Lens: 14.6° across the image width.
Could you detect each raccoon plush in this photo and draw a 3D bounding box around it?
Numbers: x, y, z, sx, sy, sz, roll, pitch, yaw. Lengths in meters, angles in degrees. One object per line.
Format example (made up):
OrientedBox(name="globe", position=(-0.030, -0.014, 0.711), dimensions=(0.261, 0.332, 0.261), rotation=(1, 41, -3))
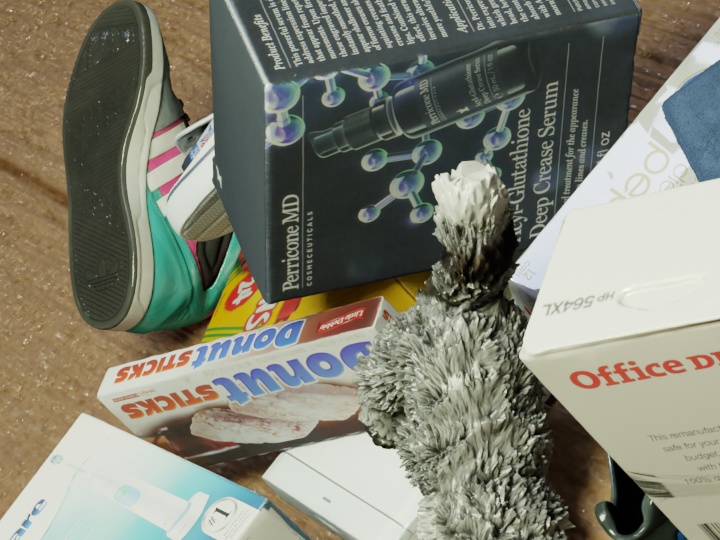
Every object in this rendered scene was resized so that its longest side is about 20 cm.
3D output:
OrientedBox(name="raccoon plush", position=(0.052, 0.068, 1.329), dimensions=(0.096, 0.201, 0.134), rotation=(-17, 44, -4))

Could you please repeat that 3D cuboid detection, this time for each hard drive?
OrientedBox(name="hard drive", position=(0.047, 0.058, 1.486), dimensions=(0.200, 0.027, 0.132), rotation=(-50, 33, -10))

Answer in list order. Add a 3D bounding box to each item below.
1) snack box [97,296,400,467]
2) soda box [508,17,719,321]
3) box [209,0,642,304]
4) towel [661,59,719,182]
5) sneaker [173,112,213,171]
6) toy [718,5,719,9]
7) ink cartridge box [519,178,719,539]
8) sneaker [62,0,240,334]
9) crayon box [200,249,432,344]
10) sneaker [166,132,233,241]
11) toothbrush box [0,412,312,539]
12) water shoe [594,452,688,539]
OrientedBox(name="snack box", position=(-0.046, 0.063, 1.490), dimensions=(0.199, 0.072, 0.024), rotation=(-15, 40, 38))
OrientedBox(name="soda box", position=(0.163, -0.042, 1.416), dimensions=(0.068, 0.064, 0.200), rotation=(36, 79, 23))
OrientedBox(name="box", position=(0.030, -0.089, 1.434), dimensions=(0.198, 0.149, 0.107), rotation=(-12, 45, -13))
OrientedBox(name="towel", position=(0.241, -0.097, 1.303), dimensions=(0.199, 0.049, 0.112), rotation=(-34, 32, 14))
OrientedBox(name="sneaker", position=(-0.058, -0.108, 1.593), dimensions=(0.108, 0.201, 0.070), rotation=(-20, 38, -9))
OrientedBox(name="toy", position=(0.260, -0.186, 1.390), dimensions=(0.114, 0.048, 0.200), rotation=(-16, -10, -19))
OrientedBox(name="ink cartridge box", position=(0.185, 0.052, 1.182), dimensions=(0.145, 0.200, 0.085), rotation=(-12, 44, 39))
OrientedBox(name="sneaker", position=(-0.111, -0.056, 1.695), dimensions=(0.083, 0.120, 0.202), rotation=(-9, 75, 41))
OrientedBox(name="crayon box", position=(0.000, 0.000, 1.540), dimensions=(0.199, 0.051, 0.127), rotation=(-28, 28, 37))
OrientedBox(name="sneaker", position=(-0.042, -0.101, 1.527), dimensions=(0.200, 0.073, 0.071), rotation=(-47, 61, 20))
OrientedBox(name="toothbrush box", position=(-0.119, 0.175, 1.479), dimensions=(0.199, 0.085, 0.147), rotation=(17, 66, 53))
OrientedBox(name="water shoe", position=(0.157, 0.059, 1.315), dimensions=(0.071, 0.079, 0.201), rotation=(-20, 39, 31))
